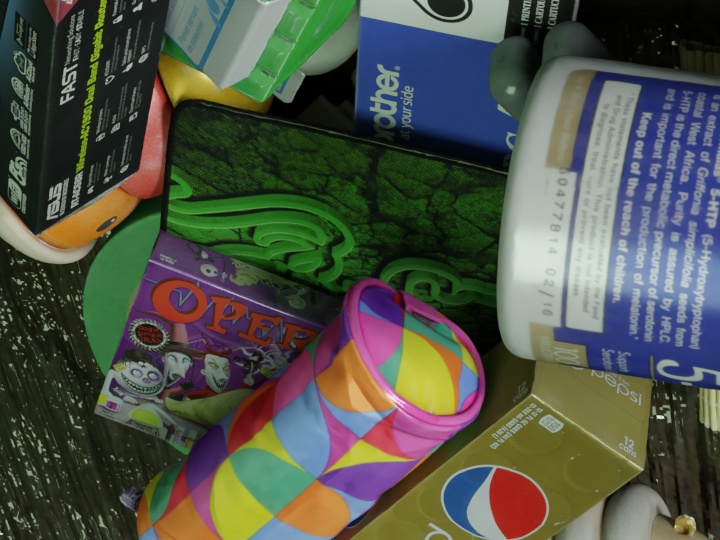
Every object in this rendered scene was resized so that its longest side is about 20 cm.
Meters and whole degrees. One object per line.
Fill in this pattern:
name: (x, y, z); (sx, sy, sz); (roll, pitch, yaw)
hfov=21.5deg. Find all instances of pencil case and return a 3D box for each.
pencil case: (-0.029, 0.084, 0.891); (0.088, 0.088, 0.200); (42, 127, -9)

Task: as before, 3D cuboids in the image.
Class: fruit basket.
fruit basket: (-0.084, -0.165, 0.757); (0.200, 0.094, 0.185); (37, 152, -2)

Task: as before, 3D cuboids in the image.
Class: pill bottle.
pill bottle: (0.159, -0.011, 0.709); (0.199, 0.120, 0.120); (9, 129, 14)

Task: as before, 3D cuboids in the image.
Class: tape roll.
tape roll: (-0.046, 0.032, 0.998); (0.200, 0.048, 0.201); (13, 133, 14)

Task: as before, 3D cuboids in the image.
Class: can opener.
can opener: (0.125, -0.036, 0.836); (0.052, 0.067, 0.200); (-13, 142, 32)

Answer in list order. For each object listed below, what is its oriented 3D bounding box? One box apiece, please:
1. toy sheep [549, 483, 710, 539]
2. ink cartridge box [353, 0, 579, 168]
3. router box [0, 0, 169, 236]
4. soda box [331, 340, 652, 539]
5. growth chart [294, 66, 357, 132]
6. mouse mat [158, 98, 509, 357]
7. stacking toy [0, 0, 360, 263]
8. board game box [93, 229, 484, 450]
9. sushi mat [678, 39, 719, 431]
toy sheep: (0.103, 0.173, 1.001); (0.199, 0.138, 0.138); (-6, 123, 20)
ink cartridge box: (0.049, -0.123, 0.816); (0.094, 0.044, 0.200); (11, 144, 6)
router box: (-0.150, -0.127, 0.767); (0.150, 0.062, 0.200); (47, 152, 14)
soda box: (0.047, 0.105, 0.902); (0.068, 0.064, 0.200); (34, 129, -16)
growth chart: (-0.010, -0.021, 0.982); (0.200, 0.018, 0.145); (-31, 109, 40)
mouse mat: (0.000, 0.000, 0.905); (0.199, 0.008, 0.161); (13, 132, 3)
stacking toy: (-0.090, -0.095, 0.907); (0.199, 0.146, 0.146); (-16, 118, 18)
board game box: (-0.025, 0.062, 0.945); (0.199, 0.032, 0.120); (21, 128, -4)
sushi mat: (0.184, -0.001, 0.813); (0.095, 0.012, 0.201); (12, 127, 32)
